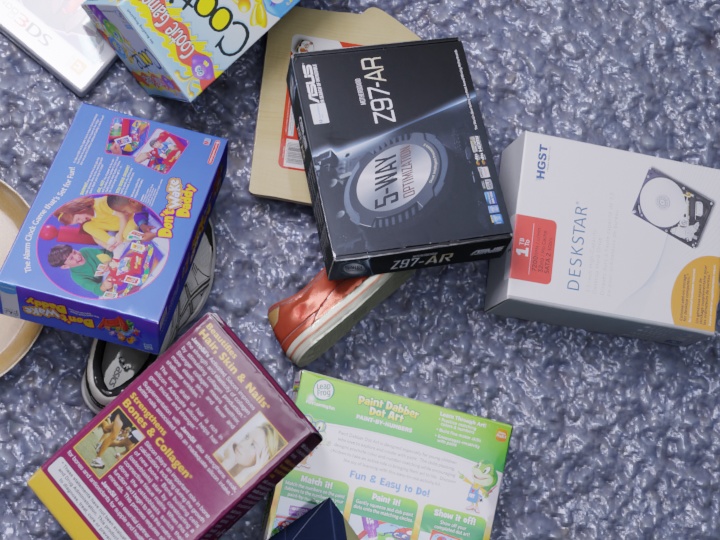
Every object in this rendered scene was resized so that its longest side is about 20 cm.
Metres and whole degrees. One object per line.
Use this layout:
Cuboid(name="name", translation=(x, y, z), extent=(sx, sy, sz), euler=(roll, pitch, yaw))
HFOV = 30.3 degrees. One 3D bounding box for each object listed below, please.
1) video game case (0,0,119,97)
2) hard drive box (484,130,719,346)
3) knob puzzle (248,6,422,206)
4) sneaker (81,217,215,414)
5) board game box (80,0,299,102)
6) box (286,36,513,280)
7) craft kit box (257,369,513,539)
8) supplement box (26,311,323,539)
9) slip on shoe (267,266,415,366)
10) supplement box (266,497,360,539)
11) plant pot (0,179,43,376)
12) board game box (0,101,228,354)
Cuboid(name="video game case", translation=(-0.256, -0.287, 1.190), extent=(0.182, 0.023, 0.201), euler=(39, 75, -3))
Cuboid(name="hard drive box", translation=(0.224, -0.026, 1.215), extent=(0.197, 0.077, 0.158), euler=(9, 78, -9))
Cuboid(name="knob puzzle", translation=(0.004, -0.140, 1.214), extent=(0.217, 0.030, 0.223), euler=(2, 80, -11))
Cuboid(name="sneaker", translation=(-0.172, 0.029, 1.121), extent=(0.075, 0.088, 0.202), euler=(21, 76, -5))
Cuboid(name="board game box", translation=(-0.125, -0.253, 1.153), extent=(0.200, 0.105, 0.103), euler=(-46, 118, -15))
Cuboid(name="box", translation=(0.031, -0.100, 1.151), extent=(0.158, 0.044, 0.202), euler=(-7, 68, -12))
Cuboid(name="craft kit box", translation=(0.017, 0.207, 1.153), extent=(0.198, 0.049, 0.200), euler=(16, 80, -8))
Cuboid(name="supplement box", translation=(-0.146, 0.153, 1.076), extent=(0.200, 0.103, 0.131), euler=(-41, 79, -6))
Cuboid(name="slip on shoe", translation=(0.000, 0.000, 1.172), extent=(0.200, 0.074, 0.061), euler=(-40, 75, -14))
Cuboid(name="supplement box", translation=(-0.018, 0.320, 1.013), extent=(0.134, 0.200, 0.201), euler=(-33, 101, 3))
Cuboid(name="plant pot", translation=(-0.358, 0.008, 1.119), extent=(0.197, 0.027, 0.203), euler=(2, 79, -11))
Cuboid(name="board game box", translation=(-0.199, -0.039, 1.096), extent=(0.133, 0.045, 0.201), euler=(14, 52, 2))
